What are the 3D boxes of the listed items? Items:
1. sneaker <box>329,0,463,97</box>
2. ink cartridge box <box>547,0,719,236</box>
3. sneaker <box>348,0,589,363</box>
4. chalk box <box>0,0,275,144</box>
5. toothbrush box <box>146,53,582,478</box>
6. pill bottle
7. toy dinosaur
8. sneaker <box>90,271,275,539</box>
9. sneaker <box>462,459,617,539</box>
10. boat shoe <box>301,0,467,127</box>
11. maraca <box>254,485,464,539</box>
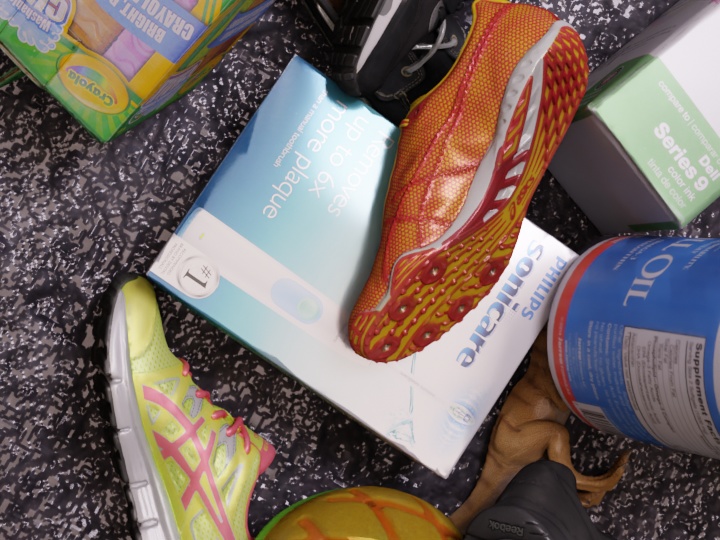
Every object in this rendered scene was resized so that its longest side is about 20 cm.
[{"bbox_3d":[0.061,-0.170,0.730,0.087,0.076,0.201,30,89,-19],"label":"sneaker"},{"bbox_3d":[0.205,-0.114,0.776,0.200,0.145,0.088,-41,94,-6],"label":"ink cartridge box"},{"bbox_3d":[0.047,-0.044,0.720,0.073,0.077,0.201,26,94,-51],"label":"sneaker"},{"bbox_3d":[-0.122,-0.157,0.729,0.124,0.125,0.200,45,118,-4],"label":"chalk box"},{"bbox_3d":[0.000,0.000,0.780,0.199,0.085,0.147,36,84,-7],"label":"toothbrush box"},{"bbox_3d":[0.195,0.040,0.686,0.112,0.200,0.113,-2,94,-32],"label":"pill bottle"},{"bbox_3d":[0.098,0.108,0.815,0.106,0.060,0.201,29,97,8],"label":"toy dinosaur"},{"bbox_3d":[-0.096,0.095,0.777,0.090,0.078,0.202,-15,98,-14],"label":"sneaker"},{"bbox_3d":[0.125,0.194,0.754,0.075,0.091,0.201,-8,112,31],"label":"sneaker"},{"bbox_3d":[0.024,-0.131,0.794,0.072,0.068,0.200,-40,95,-8],"label":"boat shoe"},{"bbox_3d":[-0.011,0.188,0.725,0.137,0.107,0.200,39,43,17],"label":"maraca"}]
